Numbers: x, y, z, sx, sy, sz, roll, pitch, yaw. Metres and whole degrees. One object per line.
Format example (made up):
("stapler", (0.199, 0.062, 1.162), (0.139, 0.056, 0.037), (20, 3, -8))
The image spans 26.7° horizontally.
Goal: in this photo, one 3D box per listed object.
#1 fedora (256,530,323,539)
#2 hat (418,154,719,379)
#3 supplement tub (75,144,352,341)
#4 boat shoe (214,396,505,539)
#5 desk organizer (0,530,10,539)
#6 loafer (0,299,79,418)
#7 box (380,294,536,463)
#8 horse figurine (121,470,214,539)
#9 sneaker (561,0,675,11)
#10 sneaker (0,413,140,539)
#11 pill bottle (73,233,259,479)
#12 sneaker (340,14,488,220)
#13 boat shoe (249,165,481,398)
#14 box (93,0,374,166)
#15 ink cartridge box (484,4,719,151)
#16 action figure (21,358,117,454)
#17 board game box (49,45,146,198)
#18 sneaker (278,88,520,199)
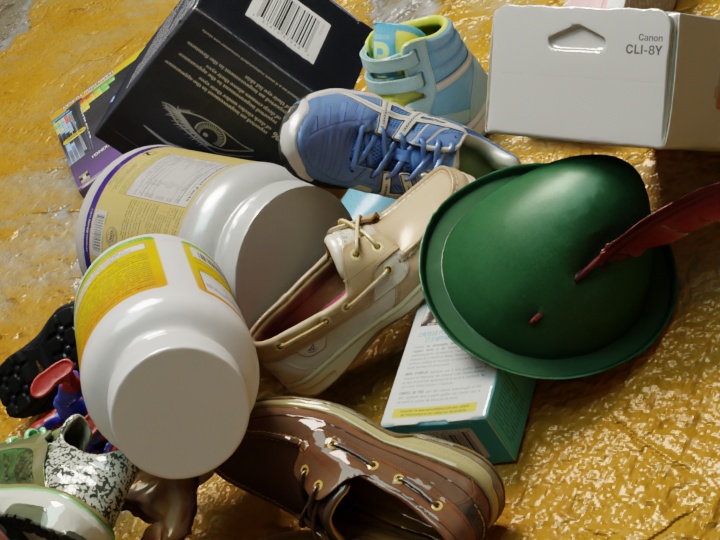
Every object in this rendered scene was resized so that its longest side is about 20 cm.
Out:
("fedora", (-0.070, 0.223, 0.926), (0.199, 0.082, 0.202), (-22, 38, 18))
("hat", (0.141, -0.049, 0.932), (0.198, 0.177, 0.167), (-18, 61, -15))
("supplement tub", (-0.110, -0.016, 1.169), (0.199, 0.146, 0.146), (13, 58, 45))
("boat shoe", (-0.012, 0.132, 0.944), (0.198, 0.073, 0.068), (12, 35, 23))
("desk organizer", (-0.255, 0.250, 0.977), (0.201, 0.071, 0.077), (-56, 19, 34))
("loafer", (-0.218, 0.063, 1.199), (0.070, 0.069, 0.200), (-18, -9, -45))
("box", (0.083, 0.036, 1.036), (0.082, 0.049, 0.201), (-8, 45, 33))
("horse figurine", (-0.131, 0.133, 1.036), (0.132, 0.050, 0.200), (-18, 17, 35))
("sneaker", (0.174, -0.193, 1.190), (0.104, 0.076, 0.201), (8, 59, 37))
("sneaker", (-0.211, 0.134, 0.993), (0.199, 0.077, 0.089), (12, 54, 40))
("pill bottle", (-0.124, 0.054, 0.964), (0.111, 0.111, 0.200), (-36, 20, 0))
("sneaker", (0.020, -0.117, 1.186), (0.079, 0.131, 0.201), (15, 60, 44))
("boat shoe", (0.000, 0.000, 1.055), (0.200, 0.069, 0.074), (-48, 30, 7))
("box", (-0.106, -0.153, 1.254), (0.200, 0.147, 0.105), (-37, 24, 47))
("ink cartridge box", (0.196, -0.122, 0.993), (0.144, 0.199, 0.084), (10, 99, 43))
("action figure", (-0.221, 0.127, 1.104), (0.099, 0.065, 0.200), (-44, -6, -11))
("board game box", (-0.194, -0.155, 1.465), (0.199, 0.057, 0.166), (-36, 35, 0))
("sneaker", (0.031, -0.089, 1.101), (0.077, 0.198, 0.077), (12, 97, 54))
